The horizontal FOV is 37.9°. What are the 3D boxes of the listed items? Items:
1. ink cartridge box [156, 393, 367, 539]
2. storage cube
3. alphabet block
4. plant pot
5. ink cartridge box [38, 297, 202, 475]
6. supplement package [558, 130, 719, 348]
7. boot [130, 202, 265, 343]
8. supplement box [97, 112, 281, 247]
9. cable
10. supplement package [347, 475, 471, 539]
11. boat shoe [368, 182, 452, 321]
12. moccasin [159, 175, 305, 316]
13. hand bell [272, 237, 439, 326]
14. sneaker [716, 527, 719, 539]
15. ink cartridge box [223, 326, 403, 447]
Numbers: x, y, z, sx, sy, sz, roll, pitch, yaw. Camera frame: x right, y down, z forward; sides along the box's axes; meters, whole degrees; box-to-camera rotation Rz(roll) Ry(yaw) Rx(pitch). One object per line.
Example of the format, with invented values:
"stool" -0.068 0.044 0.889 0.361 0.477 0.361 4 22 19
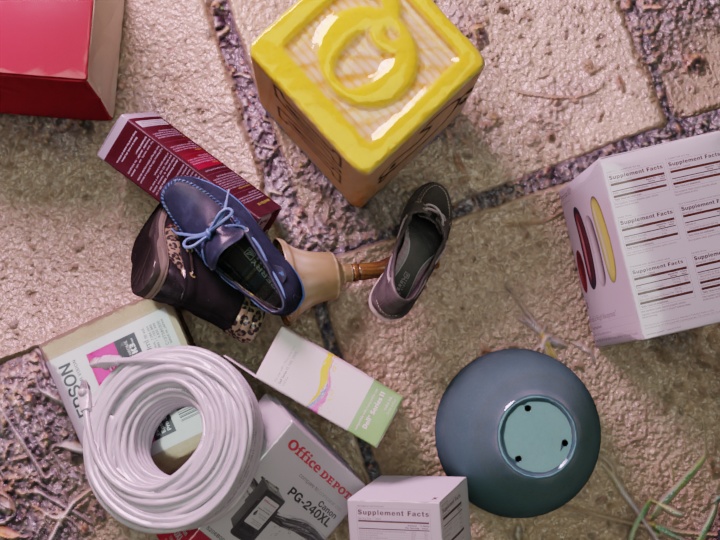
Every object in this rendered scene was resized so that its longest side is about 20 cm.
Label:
"ink cartridge box" -0.111 0.265 1.182 0.200 0.083 0.145 -48 120 -6
"storage cube" -0.382 -0.283 1.221 0.177 0.171 0.203 3 83 -3
"alphabet block" 0.003 -0.219 1.212 0.195 0.200 0.196 -44 87 -6
"plant pot" 0.190 0.188 1.205 0.197 0.135 0.203 0 83 -1
"ink cartridge box" -0.258 0.144 1.225 0.163 0.075 0.202 -25 86 -6
"supplement package" 0.338 -0.028 1.206 0.145 0.191 0.203 -12 83 -4
"boot" -0.186 -0.002 1.216 0.150 0.200 0.073 29 108 -21
"supplement box" -0.197 -0.104 1.233 0.199 0.109 0.061 36 104 3
"cable" -0.201 0.180 1.118 0.197 0.069 0.202 -10 67 11
"supplement package" 0.061 0.340 1.165 0.112 0.109 0.203 -3 93 22
"boat shoe" 0.071 -0.029 1.233 0.066 0.057 0.201 32 60 -11
"moccasin" -0.139 -0.031 1.145 0.199 0.068 0.081 39 105 1
"hand bell" 0.000 0.000 1.256 0.197 0.104 0.106 -9 84 -15
"sneaker" 0.525 0.312 1.232 0.198 0.073 0.113 15 85 1
"ink cartridge box" -0.054 0.123 1.212 0.199 0.117 0.068 30 84 1
